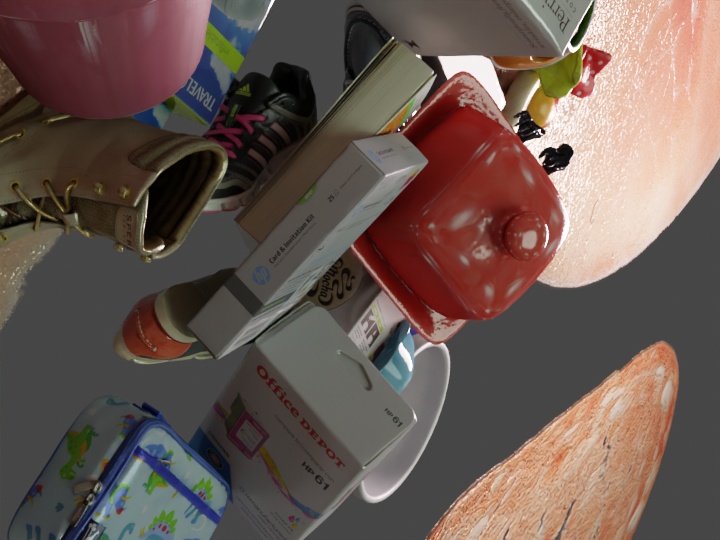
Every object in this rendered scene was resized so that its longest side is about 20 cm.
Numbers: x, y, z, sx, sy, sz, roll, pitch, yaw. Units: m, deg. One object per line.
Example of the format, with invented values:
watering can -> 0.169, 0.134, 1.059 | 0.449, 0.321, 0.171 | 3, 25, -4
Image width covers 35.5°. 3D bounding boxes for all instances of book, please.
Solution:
book -> -0.022, -0.091, 0.963 | 0.200, 0.048, 0.134 | -48, 175, -8

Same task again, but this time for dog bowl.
dog bowl -> 0.021, 0.160, 1.293 | 0.200, 0.078, 0.201 | -45, 147, -40

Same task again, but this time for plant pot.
plant pot -> -0.162, -0.193, 0.655 | 0.200, 0.199, 0.180 | -51, 164, -26

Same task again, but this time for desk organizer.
desk organizer -> 0.088, -0.208, 1.168 | 0.077, 0.071, 0.200 | -60, 151, -17

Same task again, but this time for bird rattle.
bird rattle -> 0.219, -0.228, 1.388 | 0.164, 0.112, 0.200 | -59, 165, 10

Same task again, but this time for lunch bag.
lunch bag -> -0.200, 0.208, 0.970 | 0.161, 0.082, 0.200 | -58, 151, -21

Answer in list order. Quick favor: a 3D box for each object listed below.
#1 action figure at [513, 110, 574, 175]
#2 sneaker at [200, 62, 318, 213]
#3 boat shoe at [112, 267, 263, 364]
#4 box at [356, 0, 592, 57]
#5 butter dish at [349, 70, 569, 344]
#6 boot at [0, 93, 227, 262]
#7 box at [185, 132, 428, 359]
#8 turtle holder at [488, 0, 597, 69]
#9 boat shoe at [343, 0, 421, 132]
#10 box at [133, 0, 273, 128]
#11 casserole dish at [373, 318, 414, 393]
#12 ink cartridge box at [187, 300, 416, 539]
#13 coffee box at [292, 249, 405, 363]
action figure -> 0.133, -0.074, 1.194 | 0.101, 0.119, 0.200 | -9, 146, -42
sneaker -> -0.098, -0.115, 0.921 | 0.200, 0.073, 0.088 | -39, 139, -46
boat shoe -> -0.136, 0.044, 0.979 | 0.062, 0.072, 0.200 | -33, 170, 22
box -> 0.069, -0.281, 0.896 | 0.199, 0.199, 0.131 | 39, 76, -36
butter dish -> 0.111, -0.043, 1.016 | 0.200, 0.148, 0.200 | -47, 122, -12
boot -> -0.197, -0.040, 0.717 | 0.200, 0.154, 0.072 | -46, 145, -31
box -> -0.039, -0.024, 0.911 | 0.200, 0.041, 0.156 | -46, 176, 18
turtle holder -> 0.187, -0.299, 1.204 | 0.186, 0.131, 0.142 | -50, 145, -31
boat shoe -> 0.011, -0.159, 1.065 | 0.093, 0.074, 0.201 | -59, 151, -27
box -> -0.124, -0.205, 0.838 | 0.201, 0.047, 0.122 | -64, 151, -7
casserole dish -> -0.011, 0.125, 1.147 | 0.200, 0.039, 0.121 | -42, -165, 18
ink cartridge box -> -0.059, 0.147, 1.018 | 0.084, 0.145, 0.200 | -33, 166, -43
coffee box -> 0.000, 0.000, 1.122 | 0.200, 0.112, 0.080 | -52, 148, -24
